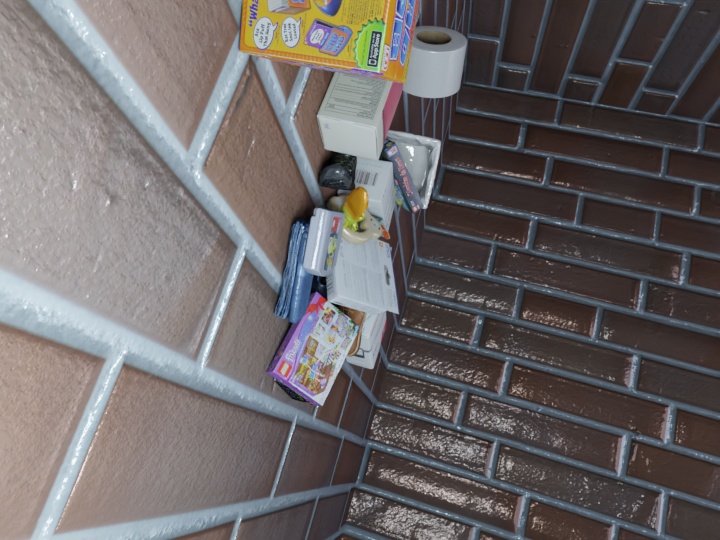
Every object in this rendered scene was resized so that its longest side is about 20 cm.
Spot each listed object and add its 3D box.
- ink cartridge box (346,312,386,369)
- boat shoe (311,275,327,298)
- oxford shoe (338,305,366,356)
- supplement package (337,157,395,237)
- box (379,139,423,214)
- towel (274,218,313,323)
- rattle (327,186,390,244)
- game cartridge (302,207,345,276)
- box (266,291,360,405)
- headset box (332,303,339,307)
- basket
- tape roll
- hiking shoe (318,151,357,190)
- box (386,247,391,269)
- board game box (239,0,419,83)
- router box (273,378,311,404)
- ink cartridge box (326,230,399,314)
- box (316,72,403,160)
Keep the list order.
[{"bbox_3d":[0.012,0.153,1.493,0.201,0.082,0.147,82,25,-56],"label":"ink cartridge box"},{"bbox_3d":[-0.057,-0.004,1.329,0.069,0.083,0.201,-54,-170,46],"label":"boat shoe"},{"bbox_3d":[-0.026,0.106,1.340,0.071,0.070,0.203,26,65,-70],"label":"oxford shoe"},{"bbox_3d":[0.021,-0.189,1.436,0.200,0.115,0.119,76,27,-67],"label":"supplement package"},{"bbox_3d":[0.087,-0.258,1.469,0.037,0.136,0.201,-35,123,-9],"label":"box"},{"bbox_3d":[-0.124,-0.002,1.119,0.112,0.048,0.203,-36,136,-78],"label":"towel"},{"bbox_3d":[0.030,-0.137,1.287,0.143,0.198,0.131,-53,-138,29],"label":"rattle"},{"bbox_3d":[-0.072,-0.057,1.122,0.200,0.040,0.135,-32,136,-80],"label":"game cartridge"},{"bbox_3d":[-0.097,0.168,1.193,0.039,0.136,0.202,-17,-140,54],"label":"box"},{"bbox_3d":[-0.039,0.120,1.597,0.149,0.074,0.203,-20,123,-76],"label":"headset box"},{"bbox_3d":[0.127,-0.305,1.642,0.161,0.197,0.201,-53,155,-75],"label":"basket"},{"bbox_3d":[0.212,-0.629,1.658,0.204,0.200,0.140,-65,164,-45],"label":"tape roll"},{"bbox_3d":[-0.048,-0.231,1.209,0.200,0.074,0.102,-54,148,-84],"label":"hiking shoe"},{"bbox_3d":[0.010,-0.026,1.575,0.200,0.111,0.103,-21,125,-76],"label":"box"},{"bbox_3d":[-0.030,-0.386,0.770,0.200,0.197,0.203,-46,147,-69],"label":"board game box"},{"bbox_3d":[-0.130,0.218,1.299,0.201,0.061,0.152,77,27,-65],"label":"router box"},{"bbox_3d":[0.000,0.000,1.302,0.199,0.043,0.199,21,52,-40],"label":"ink cartridge box"},{"bbox_3d":[0.005,-0.352,1.152,0.109,0.126,0.202,79,27,-65],"label":"box"}]
